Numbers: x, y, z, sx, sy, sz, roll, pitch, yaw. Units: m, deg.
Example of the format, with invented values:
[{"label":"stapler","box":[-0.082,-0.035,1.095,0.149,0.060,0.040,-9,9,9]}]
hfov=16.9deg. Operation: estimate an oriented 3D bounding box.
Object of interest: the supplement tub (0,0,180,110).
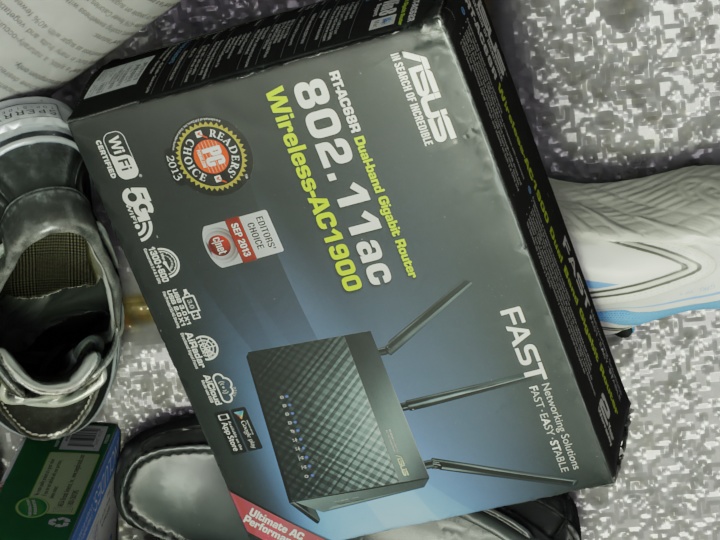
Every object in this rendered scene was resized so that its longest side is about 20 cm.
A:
[{"label":"supplement tub","box":[-0.114,-0.146,0.897,0.200,0.132,0.132,-34,104,14]}]

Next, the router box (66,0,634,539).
[{"label":"router box","box":[0.000,0.000,0.906,0.149,0.062,0.201,-15,113,19]}]

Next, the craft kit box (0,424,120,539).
[{"label":"craft kit box","box":[-0.134,0.190,0.984,0.048,0.200,0.198,2,109,4]}]

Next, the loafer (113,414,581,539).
[{"label":"loafer","box":[-0.006,0.103,1.010,0.200,0.070,0.068,9,110,1]}]

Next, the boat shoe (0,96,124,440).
[{"label":"boat shoe","box":[-0.128,0.020,0.944,0.072,0.071,0.200,-11,146,-8]}]

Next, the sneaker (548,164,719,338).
[{"label":"sneaker","box":[0.074,-0.006,0.967,0.199,0.072,0.073,3,120,7]}]
